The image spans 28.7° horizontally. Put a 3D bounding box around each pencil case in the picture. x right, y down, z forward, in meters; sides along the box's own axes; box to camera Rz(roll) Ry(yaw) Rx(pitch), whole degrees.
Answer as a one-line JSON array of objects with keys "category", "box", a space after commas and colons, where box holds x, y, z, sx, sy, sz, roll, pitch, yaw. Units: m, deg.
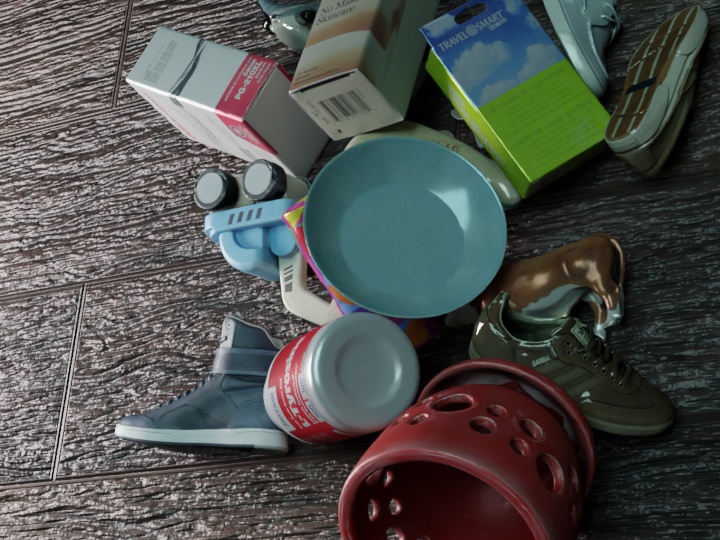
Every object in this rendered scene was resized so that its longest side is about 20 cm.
[{"category": "pencil case", "box": [0.000, 0.000, 1.435, 0.088, 0.088, 0.201, -29, 92, 15]}]

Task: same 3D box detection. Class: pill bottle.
[{"category": "pill bottle", "box": [-0.027, 0.111, 1.378, 0.200, 0.112, 0.113, -30, 41, 66]}]

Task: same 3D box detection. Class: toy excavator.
[{"category": "toy excavator", "box": [-0.083, -0.016, 1.551, 0.194, 0.100, 0.201, -9, 75, 29]}]

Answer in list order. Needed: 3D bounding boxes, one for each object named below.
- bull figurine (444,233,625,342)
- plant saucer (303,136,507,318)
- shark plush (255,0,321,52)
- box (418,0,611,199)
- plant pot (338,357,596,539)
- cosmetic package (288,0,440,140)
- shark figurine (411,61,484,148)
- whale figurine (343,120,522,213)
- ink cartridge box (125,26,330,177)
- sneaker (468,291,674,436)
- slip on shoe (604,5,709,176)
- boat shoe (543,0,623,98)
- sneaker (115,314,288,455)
[{"category": "bull figurine", "box": [0.169, 0.033, 1.383, 0.199, 0.065, 0.122, -24, 61, 22]}, {"category": "plant saucer", "box": [0.042, -0.036, 1.373, 0.200, 0.039, 0.202, 3, 62, -6]}, {"category": "shark plush", "box": [-0.059, -0.299, 1.711, 0.083, 0.091, 0.200, -43, 28, -19]}, {"category": "box", "box": [0.158, -0.186, 1.438, 0.122, 0.048, 0.200, -31, 76, -17]}, {"category": "plant pot", "box": [0.106, 0.193, 1.240, 0.200, 0.201, 0.182, -2, 24, 30]}, {"category": "cosmetic package", "box": [0.008, -0.250, 1.510, 0.103, 0.087, 0.201, -15, 46, 37]}, {"category": "shark figurine", "box": [0.113, -0.223, 1.526, 0.128, 0.090, 0.214, -39, 39, -9]}, {"category": "whale figurine", "box": [0.076, -0.086, 1.488, 0.199, 0.104, 0.159, 8, 37, 11]}, {"category": "ink cartridge box", "box": [-0.151, -0.195, 1.635, 0.199, 0.145, 0.085, 23, 77, 36]}, {"category": "sneaker", "box": [0.198, 0.086, 1.286, 0.199, 0.076, 0.070, 20, 33, 9]}, {"category": "slip on shoe", "box": [0.309, -0.182, 1.416, 0.076, 0.061, 0.200, -17, 37, 49]}, {"category": "boat shoe", "box": [0.238, -0.273, 1.493, 0.071, 0.070, 0.202, -22, 59, 13]}, {"category": "sneaker", "box": [-0.166, 0.123, 1.517, 0.201, 0.077, 0.147, -2, 76, 19]}]
